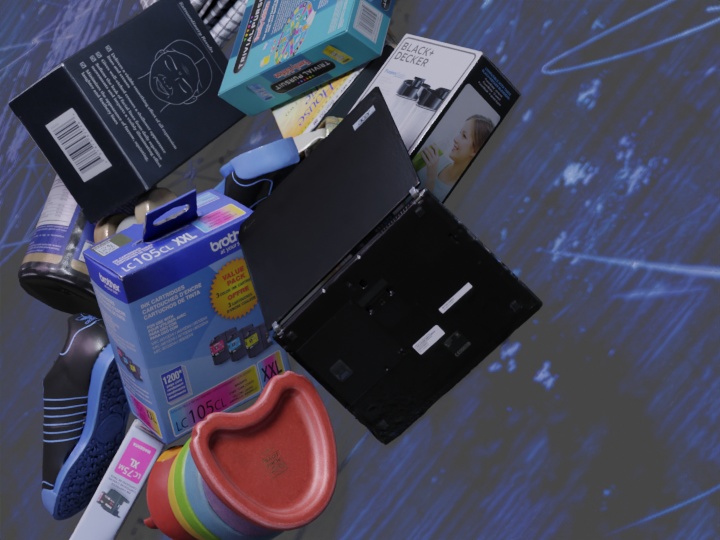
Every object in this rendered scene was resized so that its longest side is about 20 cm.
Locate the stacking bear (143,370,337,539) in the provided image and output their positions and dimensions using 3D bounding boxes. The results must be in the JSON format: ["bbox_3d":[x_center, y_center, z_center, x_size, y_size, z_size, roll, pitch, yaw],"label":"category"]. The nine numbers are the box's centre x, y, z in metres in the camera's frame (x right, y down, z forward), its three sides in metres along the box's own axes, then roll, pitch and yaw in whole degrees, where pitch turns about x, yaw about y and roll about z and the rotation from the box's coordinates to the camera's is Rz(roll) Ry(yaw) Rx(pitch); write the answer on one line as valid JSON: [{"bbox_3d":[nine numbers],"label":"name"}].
[{"bbox_3d":[-0.112,0.173,1.378,0.121,0.114,0.200,-29,0,-35],"label":"stacking bear"}]

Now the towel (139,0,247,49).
[{"bbox_3d":[-0.180,-0.341,1.923,0.166,0.085,0.200,-47,34,20],"label":"towel"}]

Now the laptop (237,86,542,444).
[{"bbox_3d":[0.016,-0.003,1.315,0.177,0.200,0.103,-44,6,23],"label":"laptop"}]

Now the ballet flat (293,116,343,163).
[{"bbox_3d":[-0.072,-0.076,1.567,0.200,0.071,0.071,-39,37,30],"label":"ballet flat"}]

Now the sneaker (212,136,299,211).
[{"bbox_3d":[-0.090,-0.053,1.477,0.078,0.070,0.200,65,157,7],"label":"sneaker"}]

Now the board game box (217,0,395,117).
[{"bbox_3d":[-0.044,-0.248,1.630,0.200,0.047,0.152,-19,48,47],"label":"board game box"}]

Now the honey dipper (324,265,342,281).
[{"bbox_3d":[0.000,0.000,1.437,0.200,0.038,0.038,15,76,53],"label":"honey dipper"}]

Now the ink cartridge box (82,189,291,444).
[{"bbox_3d":[-0.147,0.024,1.419,0.136,0.201,0.076,-28,32,-26],"label":"ink cartridge box"}]

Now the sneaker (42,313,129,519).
[{"bbox_3d":[-0.268,0.136,1.597,0.078,0.070,0.201,35,113,31],"label":"sneaker"}]

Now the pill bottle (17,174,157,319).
[{"bbox_3d":[-0.282,-0.059,1.804,0.112,0.112,0.201,-10,55,51],"label":"pill bottle"}]

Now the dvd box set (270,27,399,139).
[{"bbox_3d":[-0.036,-0.206,1.659,0.146,0.029,0.200,-48,33,17],"label":"dvd box set"}]

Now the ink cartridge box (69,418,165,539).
[{"bbox_3d":[-0.237,0.232,1.525,0.201,0.042,0.119,-59,4,-5],"label":"ink cartridge box"}]

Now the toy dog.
[{"bbox_3d":[-0.206,0.021,1.677,0.132,0.096,0.201,7,83,49],"label":"toy dog"}]

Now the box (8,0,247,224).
[{"bbox_3d":[-0.227,-0.168,1.707,0.107,0.149,0.200,-25,13,43],"label":"box"}]

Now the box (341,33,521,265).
[{"bbox_3d":[0.030,-0.097,1.413,0.200,0.060,0.117,-53,35,-7],"label":"box"}]
